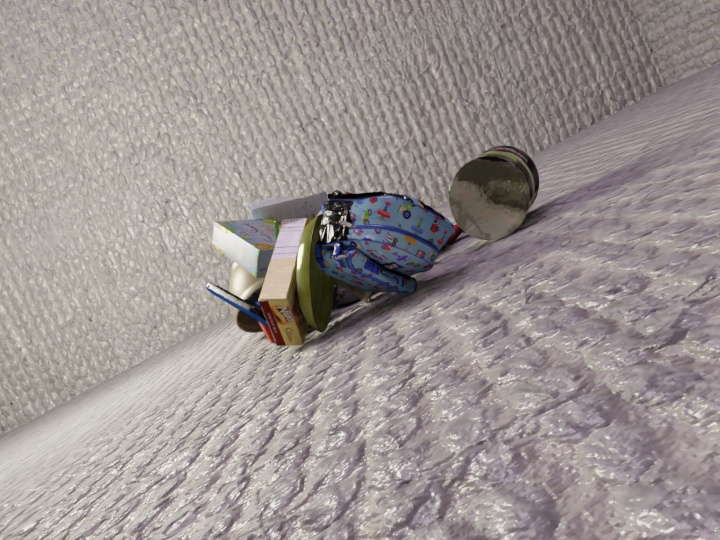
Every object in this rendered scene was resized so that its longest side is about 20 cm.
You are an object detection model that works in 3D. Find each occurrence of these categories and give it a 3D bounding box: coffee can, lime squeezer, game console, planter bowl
[{"bbox_3d":[0.255,-0.150,1.198,0.144,0.149,0.200,-24,6,25],"label":"coffee can"},{"bbox_3d":[-0.128,-0.006,1.250,0.070,0.201,0.038,-33,33,10],"label":"lime squeezer"},{"bbox_3d":[-0.176,0.046,1.252,0.198,0.170,0.120,20,76,46],"label":"game console"},{"bbox_3d":[-0.235,0.033,1.540,0.197,0.136,0.202,-26,-30,-16],"label":"planter bowl"}]

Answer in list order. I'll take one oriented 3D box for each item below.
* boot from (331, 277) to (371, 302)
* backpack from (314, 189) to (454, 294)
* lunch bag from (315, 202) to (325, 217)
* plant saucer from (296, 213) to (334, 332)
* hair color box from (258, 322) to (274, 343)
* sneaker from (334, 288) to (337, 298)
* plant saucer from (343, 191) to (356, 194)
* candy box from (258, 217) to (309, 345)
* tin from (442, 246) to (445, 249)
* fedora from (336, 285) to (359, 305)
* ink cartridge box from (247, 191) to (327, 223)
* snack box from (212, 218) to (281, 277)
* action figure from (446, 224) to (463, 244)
[{"bbox_3d":[0.046,-0.010,1.218,0.072,0.198,0.157,35,97,49],"label":"boot"},{"bbox_3d":[0.045,-0.045,1.021,0.181,0.138,0.198,26,-16,-37],"label":"backpack"},{"bbox_3d":[-0.014,-0.088,1.496,0.196,0.163,0.076,5,-39,-33],"label":"lunch bag"},{"bbox_3d":[-0.079,0.005,1.109,0.030,0.206,0.200,1,10,9],"label":"plant saucer"},{"bbox_3d":[-0.168,0.101,1.405,0.109,0.065,0.200,-29,6,-11],"label":"hair color box"},{"bbox_3d":[-0.078,0.040,1.426,0.076,0.088,0.200,-15,5,9],"label":"sneaker"},{"bbox_3d":[0.077,-0.127,1.452,0.195,0.038,0.199,8,15,-25],"label":"plant saucer"},{"bbox_3d":[-0.120,0.018,1.127,0.054,0.117,0.203,-3,44,11],"label":"candy box"},{"bbox_3d":[0.089,-0.070,1.385,0.194,0.043,0.112,4,-2,8],"label":"tin"},{"bbox_3d":[0.000,0.000,1.357,0.174,0.092,0.200,-28,4,-12],"label":"fedora"},{"bbox_3d":[-0.173,-0.111,1.609,0.195,0.163,0.047,-16,32,-14],"label":"ink cartridge box"},{"bbox_3d":[-0.216,-0.056,1.443,0.166,0.069,0.198,-7,24,-41],"label":"snack box"},{"bbox_3d":[0.239,-0.102,1.410,0.198,0.052,0.065,-26,9,40],"label":"action figure"}]
